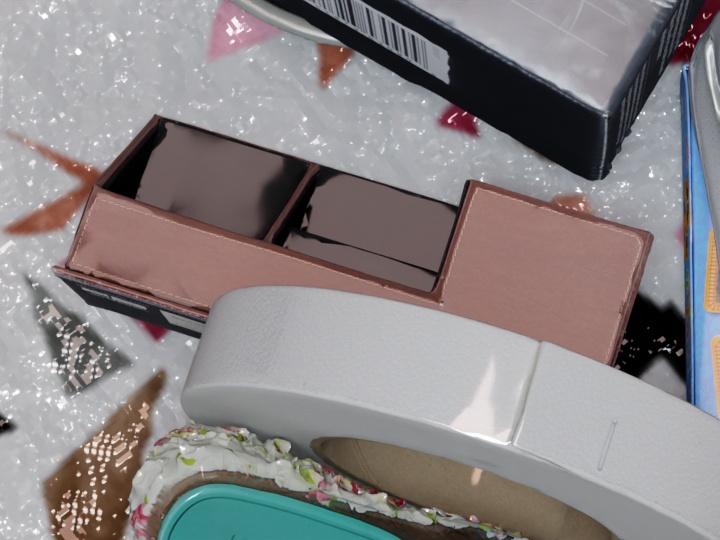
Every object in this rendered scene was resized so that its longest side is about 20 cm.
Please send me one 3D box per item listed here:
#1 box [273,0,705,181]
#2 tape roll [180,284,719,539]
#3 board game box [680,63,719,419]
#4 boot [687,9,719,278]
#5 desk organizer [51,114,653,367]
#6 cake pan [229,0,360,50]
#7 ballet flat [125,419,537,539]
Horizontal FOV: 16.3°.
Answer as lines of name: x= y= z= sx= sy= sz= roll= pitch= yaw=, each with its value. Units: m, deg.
box: x=0.047 y=-0.170 z=0.863 sx=0.200 sy=0.124 sz=0.197 roll=30 pitch=84 yaw=7
tape roll: x=0.039 y=0.059 z=0.829 sx=0.203 sy=0.203 sz=0.037 roll=17 pitch=75 yaw=6
board game box: x=0.192 y=0.025 z=0.906 sx=0.151 sy=0.037 sz=0.200 roll=0 pitch=83 yaw=5
boot: x=0.154 y=-0.001 z=0.845 sx=0.073 sy=0.096 sz=0.200 roll=-17 pitch=81 yaw=3
desk organizer: x=0.000 y=0.000 z=0.907 sx=0.200 sy=0.072 sz=0.077 roll=17 pitch=82 yaw=6
cake pan: x=0.012 y=-0.177 z=0.945 sx=0.200 sy=0.037 sz=0.201 roll=-1 pitch=83 yaw=5
ballet flat: x=0.012 y=0.100 z=0.843 sx=0.200 sy=0.064 sz=0.076 roll=29 pitch=103 yaw=-21
